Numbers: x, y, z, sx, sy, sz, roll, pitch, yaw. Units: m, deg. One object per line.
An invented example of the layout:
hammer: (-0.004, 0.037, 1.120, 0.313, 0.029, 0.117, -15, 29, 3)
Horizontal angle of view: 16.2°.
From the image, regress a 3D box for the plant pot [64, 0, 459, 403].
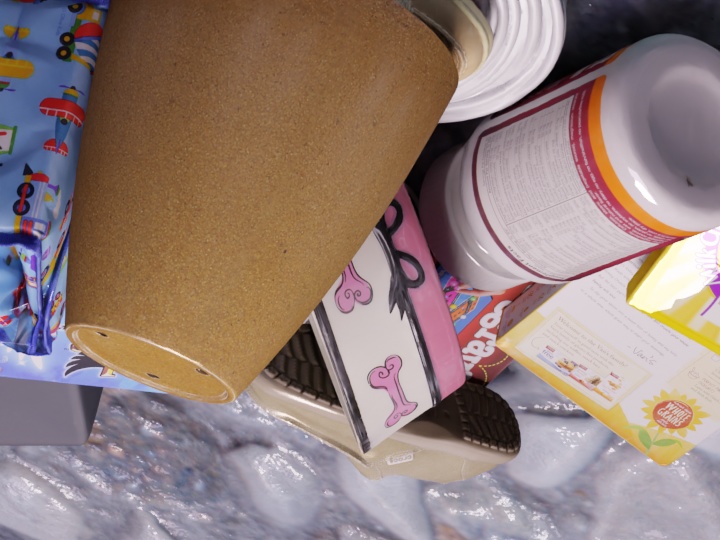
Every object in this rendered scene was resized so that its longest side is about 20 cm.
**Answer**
plant pot: (-0.069, -0.040, 1.286, 0.186, 0.200, 0.186, 19, 163, 6)

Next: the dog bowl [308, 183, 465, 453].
dog bowl: (0.000, 0.000, 1.458, 0.074, 0.200, 0.200, -21, 132, -3)

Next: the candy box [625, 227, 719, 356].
candy box: (0.244, -0.033, 1.419, 0.102, 0.026, 0.200, 30, 122, -7)

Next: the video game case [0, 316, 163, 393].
video game case: (-0.174, -0.005, 1.562, 0.200, 0.046, 0.181, 6, 134, -4)

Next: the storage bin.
storage bin: (-0.251, 0.043, 1.709, 0.134, 0.146, 0.200, 4, 137, 7)

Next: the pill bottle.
pill bottle: (0.125, -0.054, 1.420, 0.110, 0.110, 0.200, 40, 149, -18)

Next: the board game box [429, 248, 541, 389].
board game box: (0.048, 0.041, 1.601, 0.103, 0.019, 0.200, 20, 135, -25)

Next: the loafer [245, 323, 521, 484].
loafer: (0.006, 0.094, 1.589, 0.200, 0.076, 0.068, 21, 129, -25)

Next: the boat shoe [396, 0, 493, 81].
boat shoe: (-0.026, -0.145, 1.335, 0.200, 0.063, 0.073, 26, 139, -4)

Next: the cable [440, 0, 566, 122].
cable: (0.020, -0.167, 1.394, 0.200, 0.069, 0.200, 33, 138, -13)

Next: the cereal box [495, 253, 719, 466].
cereal box: (0.198, 0.022, 1.515, 0.144, 0.040, 0.200, 37, 128, -16)

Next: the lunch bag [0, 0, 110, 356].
lunch bag: (-0.182, -0.050, 1.389, 0.094, 0.151, 0.200, 10, 161, 8)

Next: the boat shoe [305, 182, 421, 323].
boat shoe: (-0.012, 0.017, 1.616, 0.067, 0.057, 0.200, 26, 140, -3)
